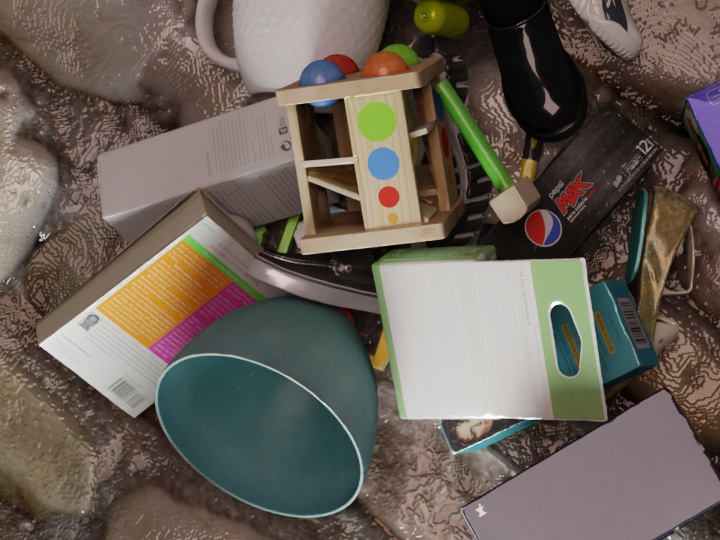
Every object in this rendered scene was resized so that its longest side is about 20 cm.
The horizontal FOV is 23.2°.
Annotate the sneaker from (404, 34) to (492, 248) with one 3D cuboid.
[{"bbox_3d":[0.065,-0.112,1.614,0.077,0.090,0.202,-5,91,-24],"label":"sneaker"}]

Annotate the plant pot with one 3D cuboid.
[{"bbox_3d":[-0.064,0.101,1.555,0.198,0.201,0.135,19,48,13],"label":"plant pot"}]

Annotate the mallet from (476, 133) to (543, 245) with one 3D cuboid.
[{"bbox_3d":[0.145,-0.095,1.615,0.065,0.041,0.202,4,77,5],"label":"mallet"}]

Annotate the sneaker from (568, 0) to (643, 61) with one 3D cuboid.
[{"bbox_3d":[0.234,-0.302,1.609,0.129,0.079,0.200,-35,66,12],"label":"sneaker"}]

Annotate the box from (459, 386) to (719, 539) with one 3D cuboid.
[{"bbox_3d":[0.199,0.199,1.477,0.199,0.182,0.105,-31,77,4],"label":"box"}]

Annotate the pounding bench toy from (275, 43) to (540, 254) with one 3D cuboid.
[{"bbox_3d":[0.046,-0.113,1.487,0.198,0.124,0.158,-6,101,14],"label":"pounding bench toy"}]

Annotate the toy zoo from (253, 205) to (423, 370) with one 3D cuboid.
[{"bbox_3d":[-0.022,0.010,1.633,0.198,0.020,0.132,19,84,13],"label":"toy zoo"}]

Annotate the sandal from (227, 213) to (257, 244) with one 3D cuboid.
[{"bbox_3d":[-0.175,0.017,1.639,0.202,0.050,0.082,-35,120,15],"label":"sandal"}]

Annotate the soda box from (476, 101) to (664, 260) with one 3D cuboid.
[{"bbox_3d":[0.177,-0.053,1.554,0.071,0.063,0.200,42,71,4],"label":"soda box"}]

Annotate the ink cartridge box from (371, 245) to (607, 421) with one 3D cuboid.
[{"bbox_3d":[0.114,0.053,1.483,0.198,0.048,0.147,-2,107,29],"label":"ink cartridge box"}]

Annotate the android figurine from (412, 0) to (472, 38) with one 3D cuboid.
[{"bbox_3d":[0.045,-0.294,1.549,0.041,0.200,0.184,-23,84,23],"label":"android figurine"}]

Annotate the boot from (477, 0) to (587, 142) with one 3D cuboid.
[{"bbox_3d":[0.134,-0.230,1.550,0.073,0.163,0.200,-20,58,13],"label":"boot"}]

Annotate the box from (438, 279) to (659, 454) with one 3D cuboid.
[{"bbox_3d":[0.155,0.086,1.537,0.199,0.049,0.083,-29,75,27],"label":"box"}]

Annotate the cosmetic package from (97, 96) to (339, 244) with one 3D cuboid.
[{"bbox_3d":[-0.130,-0.085,1.611,0.198,0.101,0.072,-16,63,14],"label":"cosmetic package"}]

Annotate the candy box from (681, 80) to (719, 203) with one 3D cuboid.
[{"bbox_3d":[0.400,-0.090,1.545,0.168,0.077,0.202,-23,76,4],"label":"candy box"}]

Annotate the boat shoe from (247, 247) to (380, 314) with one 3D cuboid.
[{"bbox_3d":[0.000,0.000,1.559,0.198,0.070,0.067,14,95,-11],"label":"boat shoe"}]

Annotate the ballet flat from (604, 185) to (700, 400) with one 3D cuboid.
[{"bbox_3d":[0.260,0.025,1.560,0.070,0.071,0.202,13,83,12],"label":"ballet flat"}]

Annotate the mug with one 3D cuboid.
[{"bbox_3d":[-0.068,-0.243,1.630,0.198,0.147,0.177,5,84,30],"label":"mug"}]

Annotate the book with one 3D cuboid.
[{"bbox_3d":[-0.176,0.036,1.589,0.199,0.134,0.048,-38,37,12],"label":"book"}]
